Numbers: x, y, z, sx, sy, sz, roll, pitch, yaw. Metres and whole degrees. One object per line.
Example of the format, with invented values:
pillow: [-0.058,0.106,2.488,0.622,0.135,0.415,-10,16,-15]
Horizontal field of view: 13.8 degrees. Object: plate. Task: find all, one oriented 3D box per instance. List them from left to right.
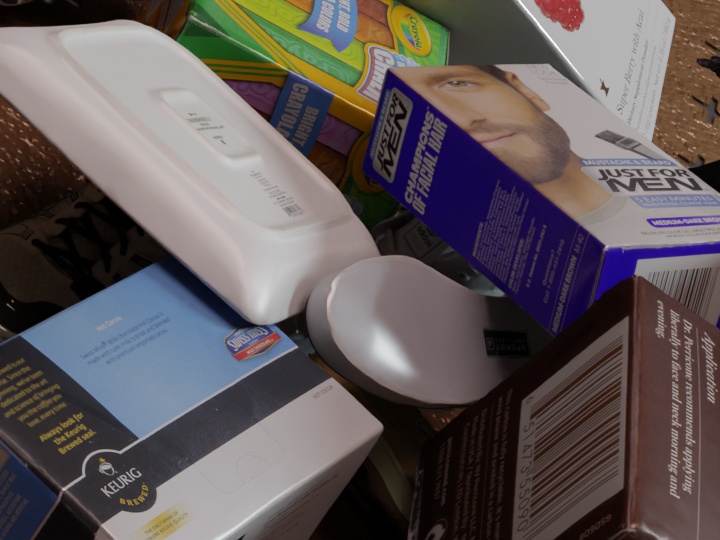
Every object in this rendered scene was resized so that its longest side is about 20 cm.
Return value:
plate: [-0.081,-0.059,1.432,0.200,0.032,0.199,43,16,10]

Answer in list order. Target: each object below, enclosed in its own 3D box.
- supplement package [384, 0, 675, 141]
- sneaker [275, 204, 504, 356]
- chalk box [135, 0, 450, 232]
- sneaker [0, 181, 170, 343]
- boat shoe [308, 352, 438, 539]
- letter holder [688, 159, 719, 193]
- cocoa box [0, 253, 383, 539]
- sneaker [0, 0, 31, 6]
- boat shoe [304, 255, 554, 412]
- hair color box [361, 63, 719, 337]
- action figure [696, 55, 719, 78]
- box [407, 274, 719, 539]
supplement package: [0.076,-0.153,1.723,0.200,0.119,0.122,46,43,-33]
sneaker: [0.000,0.000,1.557,0.199,0.115,0.075,6,43,-38]
chalk box: [-0.029,-0.083,1.627,0.199,0.124,0.125,26,34,-16]
sneaker: [-0.130,-0.023,1.491,0.076,0.088,0.200,42,34,6]
boat shoe: [0.039,0.108,1.476,0.076,0.072,0.200,-30,66,-17]
letter holder: [0.232,0.055,1.621,0.142,0.100,0.201,23,76,-17]
cocoa box: [-0.111,0.100,1.308,0.131,0.134,0.200,42,32,12]
sneaker: [-0.181,-0.187,1.670,0.199,0.081,0.083,6,9,-21]
boat shoe: [0.033,0.036,1.453,0.199,0.065,0.072,2,76,-50]
hair color box: [0.100,-0.035,1.474,0.109,0.065,0.200,-4,29,-34]
action figure: [0.263,-0.037,1.852,0.118,0.201,0.102,-9,11,-19]
box: [0.144,0.146,1.364,0.200,0.164,0.166,33,37,-21]
